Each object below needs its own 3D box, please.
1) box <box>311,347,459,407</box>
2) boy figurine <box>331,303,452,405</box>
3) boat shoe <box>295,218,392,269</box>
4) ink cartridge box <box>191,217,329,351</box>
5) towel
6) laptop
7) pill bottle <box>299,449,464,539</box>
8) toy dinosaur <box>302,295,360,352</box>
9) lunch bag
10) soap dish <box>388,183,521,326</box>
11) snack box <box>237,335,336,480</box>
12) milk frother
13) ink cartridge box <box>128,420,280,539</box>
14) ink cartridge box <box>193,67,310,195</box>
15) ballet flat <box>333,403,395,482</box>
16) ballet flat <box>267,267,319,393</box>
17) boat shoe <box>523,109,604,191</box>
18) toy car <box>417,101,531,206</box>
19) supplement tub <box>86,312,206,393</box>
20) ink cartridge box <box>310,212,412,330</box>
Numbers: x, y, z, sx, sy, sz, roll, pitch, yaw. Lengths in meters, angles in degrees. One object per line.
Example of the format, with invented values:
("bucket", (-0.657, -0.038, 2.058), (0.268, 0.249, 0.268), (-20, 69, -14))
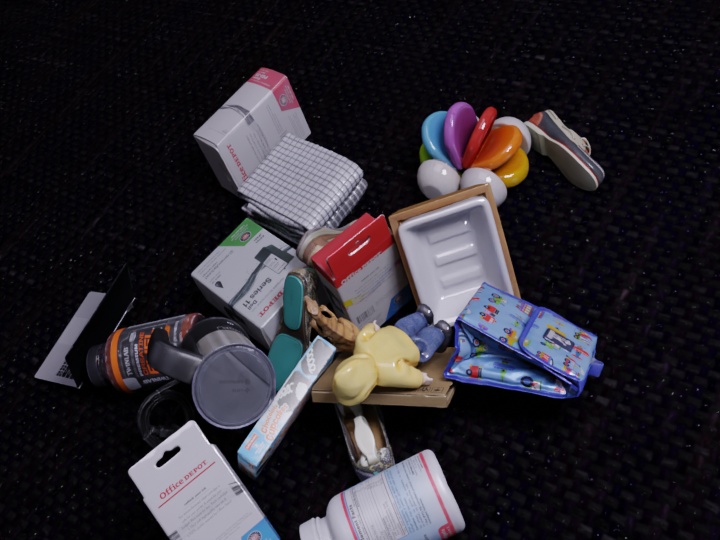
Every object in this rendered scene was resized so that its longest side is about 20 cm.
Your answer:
("box", (0.047, 0.148, 1.166), (0.195, 0.022, 0.163), (-1, 17, 20))
("boy figurine", (0.042, 0.120, 1.100), (0.124, 0.065, 0.198), (38, 47, 25))
("boat shoe", (-0.014, -0.031, 1.309), (0.197, 0.077, 0.072), (-15, 46, -42))
("ink cartridge box", (-0.164, 0.024, 1.356), (0.198, 0.084, 0.147), (31, 68, 35))
("towel", (-0.105, -0.138, 1.464), (0.197, 0.086, 0.167), (25, 67, 32))
("laptop", (-0.478, 0.088, 1.386), (0.196, 0.117, 0.190), (5, 54, 33))
("pill bottle", (0.026, 0.321, 1.036), (0.196, 0.110, 0.110), (-26, 49, -1))
("toy dinosaur", (-0.012, 0.101, 1.192), (0.106, 0.197, 0.062), (-1, 66, 64))
("lunch bag", (0.232, 0.110, 1.112), (0.196, 0.096, 0.150), (18, 24, 17))
("soap dish", (0.142, -0.022, 1.214), (0.154, 0.204, 0.082), (-17, 25, 7))
("snack box", (-0.107, 0.200, 1.175), (0.037, 0.117, 0.202), (32, 67, 6))
("milk frother", (-0.227, 0.184, 1.169), (0.176, 0.206, 0.188), (2, 7, -18))
("ink cartridge box", (-0.208, 0.317, 1.092), (0.115, 0.067, 0.202), (-35, 82, -11))
("ink cartridge box", (-0.204, -0.261, 1.552), (0.082, 0.148, 0.201), (27, 65, 36))
("ballet flat", (0.001, 0.212, 1.158), (0.071, 0.073, 0.203), (-23, 49, 1))
("ballet flat", (-0.095, 0.092, 1.260), (0.067, 0.205, 0.075), (22, 19, 30))
("boat shoe", (0.347, -0.206, 1.359), (0.062, 0.072, 0.201), (-29, 45, -8))
("toy car", (0.184, -0.210, 1.365), (0.196, 0.151, 0.177), (14, 59, 29))
("supplement tub", (-0.340, 0.139, 1.317), (0.195, 0.108, 0.109), (-13, 49, 11))
("ink cartridge box", (0.000, 0.000, 1.234), (0.115, 0.202, 0.067), (-38, 50, -15))
